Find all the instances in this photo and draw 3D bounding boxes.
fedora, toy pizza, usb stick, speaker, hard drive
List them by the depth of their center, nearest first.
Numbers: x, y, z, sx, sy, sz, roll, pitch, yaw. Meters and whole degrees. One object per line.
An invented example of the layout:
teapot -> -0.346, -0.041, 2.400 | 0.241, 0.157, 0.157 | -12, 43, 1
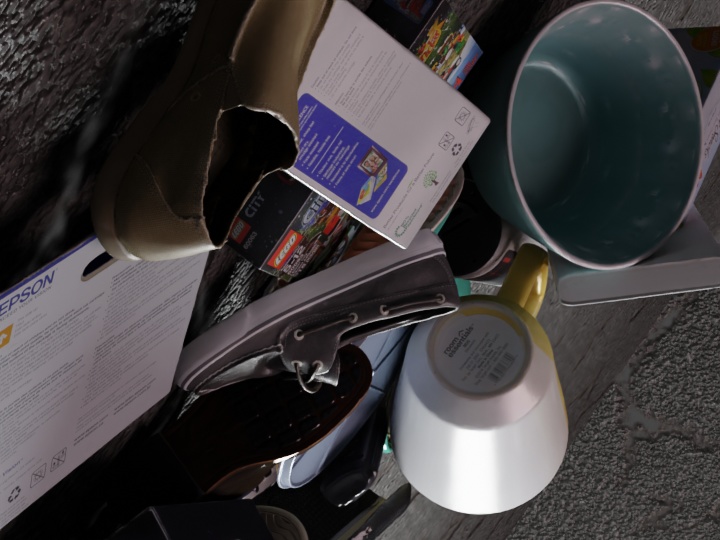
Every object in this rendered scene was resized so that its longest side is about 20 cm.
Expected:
toy pizza -> -0.009, 0.079, 1.385 | 0.201, 0.032, 0.201 | -52, 166, -18
hard drive -> 0.218, -0.019, 1.464 | 0.200, 0.130, 0.027 | -84, 166, -74
speaker -> 0.101, -0.030, 1.516 | 0.082, 0.081, 0.200 | -56, 165, 6
usb stick -> 0.003, 0.132, 1.518 | 0.055, 0.033, 0.200 | -35, -165, 20
fedora -> -0.051, 0.223, 1.538 | 0.200, 0.092, 0.201 | -40, 174, -5

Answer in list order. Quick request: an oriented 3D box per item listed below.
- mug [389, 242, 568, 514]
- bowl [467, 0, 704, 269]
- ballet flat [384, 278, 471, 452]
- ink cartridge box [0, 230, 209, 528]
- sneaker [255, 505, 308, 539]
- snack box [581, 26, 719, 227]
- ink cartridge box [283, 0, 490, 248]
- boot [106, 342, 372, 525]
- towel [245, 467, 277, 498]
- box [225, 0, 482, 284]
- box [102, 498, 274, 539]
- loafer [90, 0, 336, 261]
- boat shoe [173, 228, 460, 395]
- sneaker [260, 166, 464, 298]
mug -> 0.091, 0.079, 1.435 | 0.148, 0.188, 0.154 | -8, 152, 0
bowl -> 0.158, -0.104, 1.387 | 0.201, 0.201, 0.105 | -48, -152, -22
ballet flat -> 0.060, 0.082, 1.648 | 0.201, 0.070, 0.067 | -56, 165, 2
ink cartridge box -> -0.153, 0.034, 0.946 | 0.196, 0.043, 0.201 | -39, 155, -46
sneaker -> -0.117, 0.229, 1.325 | 0.199, 0.075, 0.106 | -28, 166, 12
snack box -> 0.234, -0.123, 1.527 | 0.201, 0.141, 0.053 | -61, 138, -34
ink cartridge box -> -0.007, -0.092, 1.049 | 0.100, 0.039, 0.200 | -55, 143, 2
boot -> -0.082, 0.113, 1.242 | 0.199, 0.075, 0.097 | -29, 171, -6
towel -> -0.073, 0.115, 1.385 | 0.200, 0.032, 0.192 | -30, 151, -59
box -> -0.003, -0.084, 1.159 | 0.201, 0.038, 0.137 | -56, 165, 2
box -> -0.148, 0.241, 1.172 | 0.181, 0.105, 0.200 | -33, 167, 10
loafer -> -0.055, -0.084, 0.880 | 0.201, 0.067, 0.076 | -62, 152, -17
boat shoe -> -0.025, 0.043, 1.179 | 0.198, 0.067, 0.070 | -25, 167, -13
sneaker -> 0.000, 0.000, 1.286 | 0.200, 0.071, 0.080 | -45, 167, -18
